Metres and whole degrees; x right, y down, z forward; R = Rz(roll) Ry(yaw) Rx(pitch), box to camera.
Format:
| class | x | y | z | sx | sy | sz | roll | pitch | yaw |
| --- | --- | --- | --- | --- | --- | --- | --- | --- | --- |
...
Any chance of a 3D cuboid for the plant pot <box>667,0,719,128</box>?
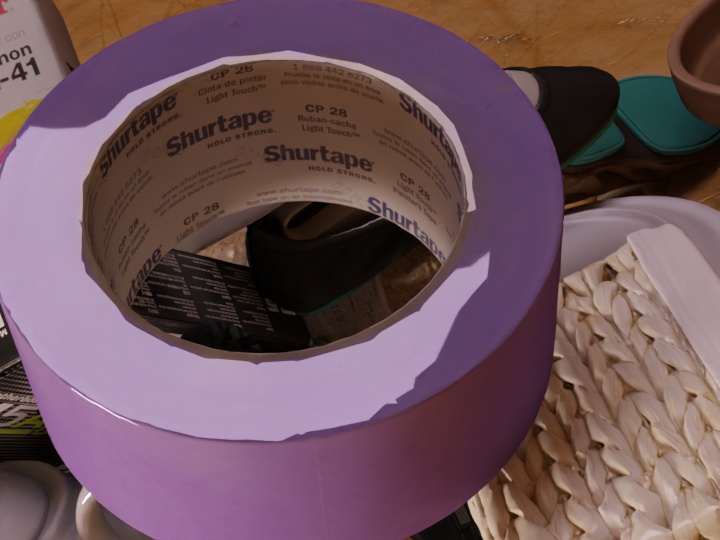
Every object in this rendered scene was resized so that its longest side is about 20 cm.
| class | x | y | z | sx | sy | sz | roll | pitch | yaw |
| --- | --- | --- | --- | --- | --- | --- | --- | --- | --- |
| plant pot | 0.279 | -0.109 | 0.956 | 0.201 | 0.093 | 0.201 | -20 | 26 | 10 |

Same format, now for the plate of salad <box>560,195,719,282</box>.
| class | x | y | z | sx | sy | sz | roll | pitch | yaw |
| --- | --- | --- | --- | --- | --- | --- | --- | --- | --- |
| plate of salad | 0.106 | 0.028 | 0.892 | 0.200 | 0.048 | 0.200 | -21 | 28 | 12 |

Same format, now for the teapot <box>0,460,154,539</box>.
| class | x | y | z | sx | sy | sz | roll | pitch | yaw |
| --- | --- | --- | --- | --- | --- | --- | --- | --- | --- |
| teapot | -0.163 | 0.152 | 0.769 | 0.200 | 0.146 | 0.197 | -34 | 28 | -22 |

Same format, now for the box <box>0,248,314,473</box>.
| class | x | y | z | sx | sy | sz | roll | pitch | yaw |
| --- | --- | --- | --- | --- | --- | --- | --- | --- | --- |
| box | -0.147 | 0.052 | 0.811 | 0.193 | 0.048 | 0.200 | -26 | -16 | 18 |

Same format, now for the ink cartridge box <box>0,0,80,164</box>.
| class | x | y | z | sx | sy | sz | roll | pitch | yaw |
| --- | --- | --- | --- | --- | --- | --- | --- | --- | --- |
| ink cartridge box | -0.199 | -0.036 | 0.905 | 0.147 | 0.200 | 0.086 | -23 | -13 | -2 |

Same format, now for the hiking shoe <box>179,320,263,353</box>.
| class | x | y | z | sx | sy | sz | roll | pitch | yaw |
| --- | --- | --- | --- | --- | --- | --- | --- | --- | --- |
| hiking shoe | -0.067 | 0.079 | 0.789 | 0.087 | 0.074 | 0.200 | -29 | -16 | 4 |

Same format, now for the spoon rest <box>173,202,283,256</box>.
| class | x | y | z | sx | sy | sz | roll | pitch | yaw |
| --- | --- | --- | --- | --- | --- | --- | --- | --- | --- |
| spoon rest | -0.098 | -0.031 | 0.820 | 0.200 | 0.061 | 0.099 | -25 | 33 | 0 |

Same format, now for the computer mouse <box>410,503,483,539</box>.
| class | x | y | z | sx | sy | sz | roll | pitch | yaw |
| --- | --- | --- | --- | --- | --- | --- | --- | --- | --- |
| computer mouse | 0.109 | 0.075 | 0.790 | 0.200 | 0.059 | 0.034 | -20 | 28 | 3 |

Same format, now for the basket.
| class | x | y | z | sx | sy | sz | roll | pitch | yaw |
| --- | --- | --- | --- | --- | --- | --- | --- | --- | --- |
| basket | 0.114 | 0.094 | 0.668 | 0.123 | 0.136 | 0.200 | -25 | 26 | 6 |

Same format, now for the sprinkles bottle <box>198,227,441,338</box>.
| class | x | y | z | sx | sy | sz | roll | pitch | yaw |
| --- | --- | --- | --- | --- | --- | --- | --- | --- | --- |
| sprinkles bottle | 0.000 | 0.000 | 0.895 | 0.200 | 0.068 | 0.068 | -7 | 30 | 27 |

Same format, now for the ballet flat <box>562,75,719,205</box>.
| class | x | y | z | sx | sy | sz | roll | pitch | yaw |
| --- | --- | --- | --- | --- | --- | --- | --- | --- | --- |
| ballet flat | 0.138 | -0.066 | 1.007 | 0.200 | 0.068 | 0.072 | -21 | -22 | -49 |

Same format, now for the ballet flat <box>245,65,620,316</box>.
| class | x | y | z | sx | sy | sz | roll | pitch | yaw |
| --- | --- | --- | --- | --- | --- | --- | --- | --- | --- |
| ballet flat | 0.032 | -0.051 | 0.819 | 0.200 | 0.068 | 0.068 | -34 | 40 | -4 |

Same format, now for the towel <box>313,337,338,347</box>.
| class | x | y | z | sx | sy | sz | roll | pitch | yaw |
| --- | --- | --- | --- | --- | --- | --- | --- | --- | --- |
| towel | -0.060 | 0.085 | 0.952 | 0.152 | 0.023 | 0.200 | -36 | 27 | -25 |

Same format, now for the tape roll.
| class | x | y | z | sx | sy | sz | roll | pitch | yaw |
| --- | --- | --- | --- | --- | --- | --- | --- | --- | --- |
| tape roll | -0.028 | -0.001 | 0.630 | 0.200 | 0.085 | 0.200 | -1 | 53 | 2 |
